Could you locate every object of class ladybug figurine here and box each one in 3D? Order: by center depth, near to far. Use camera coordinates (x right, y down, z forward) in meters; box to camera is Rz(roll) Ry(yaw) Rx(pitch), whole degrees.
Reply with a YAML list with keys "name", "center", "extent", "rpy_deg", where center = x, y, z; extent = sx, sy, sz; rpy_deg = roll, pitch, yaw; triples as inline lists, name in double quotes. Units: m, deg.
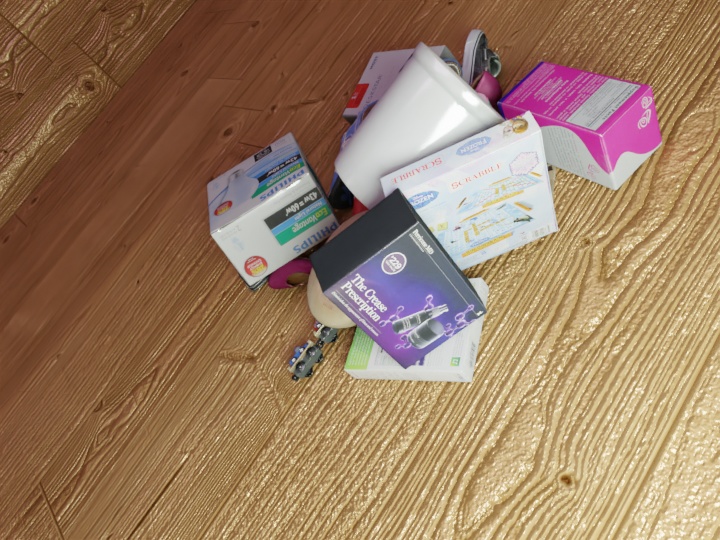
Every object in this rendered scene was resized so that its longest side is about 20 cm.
- name: "ladybug figurine"
  center: [0.000, 0.000, 0.901]
  extent: [0.134, 0.072, 0.202]
  rpy_deg: [26, 77, 29]

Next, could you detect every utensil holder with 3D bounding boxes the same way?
- name: "utensil holder"
  center: [0.082, -0.178, 0.831]
  extent: [0.200, 0.169, 0.171]
  rpy_deg: [-48, 38, 19]

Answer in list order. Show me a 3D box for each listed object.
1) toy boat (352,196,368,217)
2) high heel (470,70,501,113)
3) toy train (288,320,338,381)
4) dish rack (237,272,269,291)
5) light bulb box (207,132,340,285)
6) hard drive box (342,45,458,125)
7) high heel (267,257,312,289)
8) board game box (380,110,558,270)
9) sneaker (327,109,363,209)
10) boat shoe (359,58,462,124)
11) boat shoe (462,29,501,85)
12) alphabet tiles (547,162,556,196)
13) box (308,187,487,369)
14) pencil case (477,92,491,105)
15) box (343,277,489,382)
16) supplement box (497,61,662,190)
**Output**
- name: "toy boat"
  center: [0.028, -0.129, 0.994]
  extent: [0.129, 0.131, 0.203]
  rpy_deg: [-16, 54, 29]
- name: "high heel"
  center: [0.150, -0.259, 1.024]
  extent: [0.198, 0.096, 0.068]
  rpy_deg: [-31, 43, 16]
- name: "toy train"
  center: [-0.052, 0.088, 0.953]
  extent: [0.046, 0.034, 0.201]
  rpy_deg: [33, 86, 41]
- name: "dish rack"
  center: [-0.211, -0.065, 1.217]
  extent: [0.153, 0.055, 0.200]
  rpy_deg: [-45, 38, -2]
- name: "light bulb box"
  center: [-0.161, -0.115, 1.069]
  extent: [0.196, 0.126, 0.201]
  rpy_deg: [-31, 34, 3]
- name: "hard drive box"
  center: [0.080, -0.344, 1.166]
  extent: [0.198, 0.076, 0.158]
  rpy_deg: [15, 76, 47]
- name: "high heel"
  center: [-0.087, 0.020, 1.038]
  extent: [0.198, 0.067, 0.098]
  rpy_deg: [-26, 65, 35]
- name: "board game box"
  center: [0.149, -0.085, 0.784]
  extent: [0.197, 0.200, 0.042]
  rpy_deg: [-22, 52, 9]
- name: "sneaker"
  center: [-0.007, -0.209, 1.124]
  extent: [0.077, 0.075, 0.202]
  rpy_deg: [39, 104, 50]
- name: "boat shoe"
  center: [0.092, -0.290, 1.017]
  extent: [0.198, 0.073, 0.073]
  rpy_deg: [-33, 17, 5]
- name: "boat shoe"
  center: [0.225, -0.370, 1.100]
  extent: [0.070, 0.073, 0.203]
  rpy_deg: [4, 56, 15]
- name: "alphabet tiles"
  center: [0.205, -0.108, 0.934]
  extent: [0.197, 0.006, 0.169]
  rpy_deg: [-9, 51, 35]
- name: "box"
  center: [0.052, 0.018, 0.753]
  extent: [0.140, 0.200, 0.079]
  rpy_deg: [-38, 41, 9]
- name: "pencil case"
  center: [0.183, -0.174, 0.913]
  extent: [0.086, 0.087, 0.203]
  rpy_deg: [-23, 56, 23]
- name: "box"
  center: [0.079, 0.085, 0.858]
  extent: [0.197, 0.036, 0.146]
  rpy_deg: [-5, 54, 36]
- name: "supplement box"
  center: [0.309, -0.212, 0.855]
  extent: [0.103, 0.102, 0.200]
  rpy_deg: [-42, 41, -5]
